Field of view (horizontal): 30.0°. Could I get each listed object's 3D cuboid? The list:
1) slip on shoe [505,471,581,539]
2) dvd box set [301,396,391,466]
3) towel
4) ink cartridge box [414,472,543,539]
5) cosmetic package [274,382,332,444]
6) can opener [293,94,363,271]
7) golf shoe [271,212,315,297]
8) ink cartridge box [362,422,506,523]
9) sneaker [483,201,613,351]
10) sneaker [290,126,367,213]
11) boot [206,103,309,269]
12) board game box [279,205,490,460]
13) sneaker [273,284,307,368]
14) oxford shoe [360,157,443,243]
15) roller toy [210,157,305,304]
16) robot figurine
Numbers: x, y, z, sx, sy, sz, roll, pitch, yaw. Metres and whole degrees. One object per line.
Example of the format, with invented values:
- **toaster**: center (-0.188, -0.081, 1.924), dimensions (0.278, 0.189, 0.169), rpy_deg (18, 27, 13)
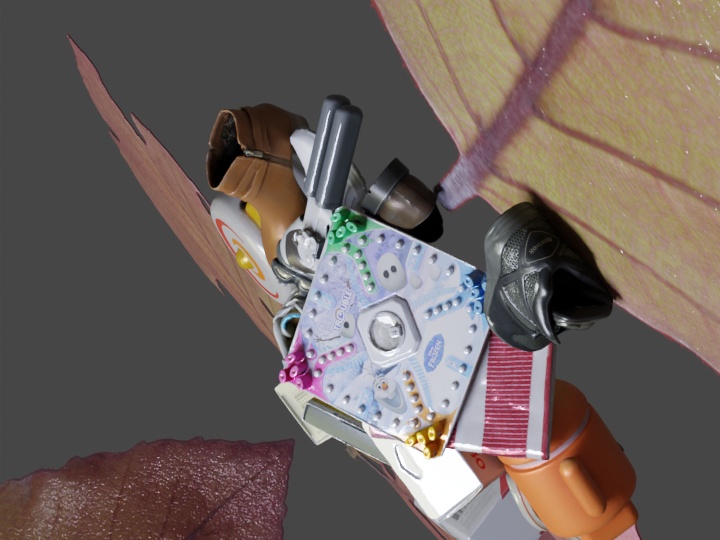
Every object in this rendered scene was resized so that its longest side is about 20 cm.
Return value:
- **slip on shoe**: center (0.230, 0.261, 1.527), dimensions (0.199, 0.061, 0.075), rpy_deg (30, -150, -43)
- **dvd box set**: center (0.034, 0.171, 1.693), dimensions (0.145, 0.200, 0.030), rpy_deg (24, 116, 19)
- **towel**: center (0.101, 0.111, 1.364), dimensions (0.197, 0.147, 0.023), rpy_deg (5, -176, 27)
- **ink cartridge box**: center (0.172, 0.292, 1.751), dimensions (0.083, 0.147, 0.200), rpy_deg (42, 172, -16)
- **cosmetic package**: center (-0.014, 0.135, 1.839), dimensions (0.104, 0.200, 0.087), rpy_deg (52, 132, -1)
- **can opener**: center (-0.030, -0.091, 1.446), dimensions (0.053, 0.066, 0.203), rpy_deg (42, 131, 44)
- **golf shoe**: center (0.000, 0.000, 1.531), dimensions (0.197, 0.078, 0.095), rpy_deg (19, 127, -8)
- **ink cartridge box**: center (0.112, 0.169, 1.494), dimensions (0.147, 0.083, 0.199), rpy_deg (52, -147, 9)
- **sneaker**: center (0.168, 0.037, 1.203), dimensions (0.115, 0.076, 0.200), rpy_deg (51, 164, 31)
- **sneaker**: center (-0.028, -0.076, 1.568), dimensions (0.201, 0.087, 0.074), rpy_deg (57, 174, -17)
- **boot**: center (-0.116, -0.091, 1.552), dimensions (0.076, 0.203, 0.155), rpy_deg (11, -172, 28)
- **board game box**: center (0.026, 0.064, 1.369), dimensions (0.198, 0.203, 0.026), rpy_deg (25, -164, 21)
- **sneaker**: center (-0.058, 0.051, 1.568), dimensions (0.080, 0.076, 0.202), rpy_deg (33, -151, -33)
- **oxford shoe**: center (0.044, -0.049, 1.431), dimensions (0.084, 0.073, 0.200), rpy_deg (38, 172, 5)
- **roller toy**: center (-0.111, -0.052, 1.819), dimensions (0.183, 0.139, 0.200), rpy_deg (57, 166, -28)
- **robot figurine**: center (0.212, 0.197, 1.413), dimensions (0.116, 0.144, 0.201), rpy_deg (-23, 111, 37)
